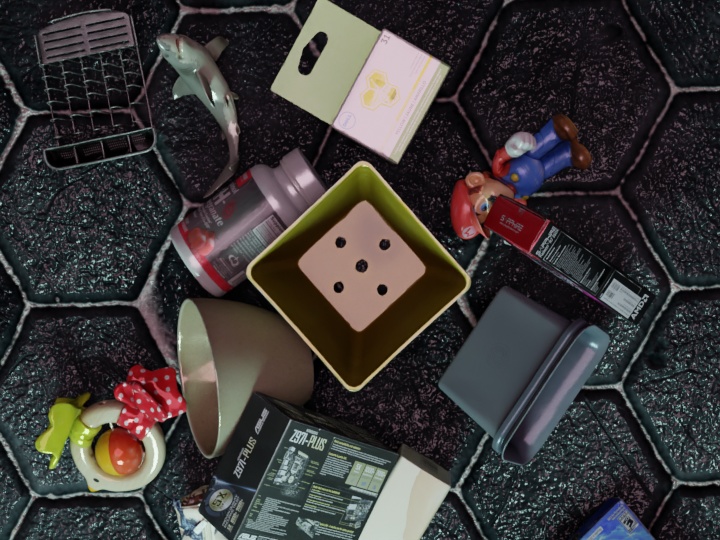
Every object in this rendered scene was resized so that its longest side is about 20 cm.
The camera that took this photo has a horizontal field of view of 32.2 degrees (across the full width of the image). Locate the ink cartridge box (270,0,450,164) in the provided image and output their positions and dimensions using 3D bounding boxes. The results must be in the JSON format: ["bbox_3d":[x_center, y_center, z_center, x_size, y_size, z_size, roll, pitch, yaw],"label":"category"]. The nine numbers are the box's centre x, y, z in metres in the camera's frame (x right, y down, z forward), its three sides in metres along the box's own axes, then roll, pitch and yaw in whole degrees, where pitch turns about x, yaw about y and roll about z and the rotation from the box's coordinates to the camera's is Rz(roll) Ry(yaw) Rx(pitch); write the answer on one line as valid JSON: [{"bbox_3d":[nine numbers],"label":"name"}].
[{"bbox_3d":[-0.002,-0.249,1.627,0.199,0.048,0.147,30,94,-1],"label":"ink cartridge box"}]

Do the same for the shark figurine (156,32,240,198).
[{"bbox_3d":[-0.208,-0.218,1.638,0.089,0.128,0.216,-13,110,28],"label":"shark figurine"}]

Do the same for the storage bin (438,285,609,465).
[{"bbox_3d":[0.204,0.125,1.595,0.134,0.145,0.201,37,95,29],"label":"storage bin"}]

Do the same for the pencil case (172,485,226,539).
[{"bbox_3d":[-0.193,0.388,1.641,0.077,0.089,0.203,-10,92,3],"label":"pencil case"}]

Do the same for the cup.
[{"bbox_3d":[-0.141,0.127,1.592,0.142,0.200,0.203,-7,92,-20],"label":"cup"}]

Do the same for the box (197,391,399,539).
[{"bbox_3d":[-0.075,0.260,1.534,0.199,0.086,0.165,24,93,-43],"label":"box"}]

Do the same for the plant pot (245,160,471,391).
[{"bbox_3d":[0.000,0.000,1.568,0.200,0.176,0.200,-42,93,5],"label":"plant pot"}]

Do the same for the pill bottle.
[{"bbox_3d":[-0.137,-0.066,1.609,0.199,0.111,0.111,-36,90,4],"label":"pill bottle"}]

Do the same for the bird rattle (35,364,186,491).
[{"bbox_3d":[-0.319,0.212,1.651,0.198,0.113,0.165,-15,112,1],"label":"bird rattle"}]

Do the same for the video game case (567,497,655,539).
[{"bbox_3d":[0.320,0.429,1.608,0.200,0.045,0.182,-41,91,-13],"label":"video game case"}]

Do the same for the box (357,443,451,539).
[{"bbox_3d":[0.035,0.336,1.624,0.077,0.095,0.201,30,95,1],"label":"box"}]

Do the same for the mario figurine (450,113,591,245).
[{"bbox_3d":[0.205,-0.104,1.592,0.199,0.106,0.124,-37,92,2],"label":"mario figurine"}]

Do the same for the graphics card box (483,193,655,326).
[{"bbox_3d":[0.258,-0.013,1.543,0.199,0.125,0.051,31,94,-28],"label":"graphics card box"}]

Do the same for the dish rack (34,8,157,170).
[{"bbox_3d":[-0.352,-0.242,1.643,0.151,0.055,0.203,-11,91,3],"label":"dish rack"}]
